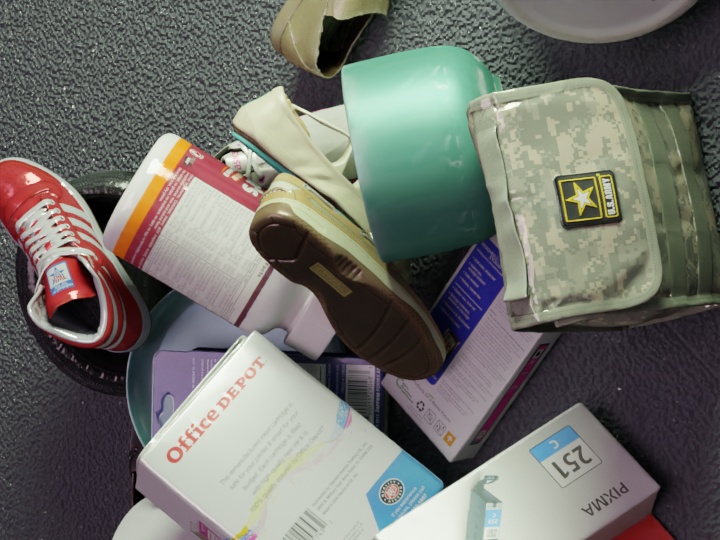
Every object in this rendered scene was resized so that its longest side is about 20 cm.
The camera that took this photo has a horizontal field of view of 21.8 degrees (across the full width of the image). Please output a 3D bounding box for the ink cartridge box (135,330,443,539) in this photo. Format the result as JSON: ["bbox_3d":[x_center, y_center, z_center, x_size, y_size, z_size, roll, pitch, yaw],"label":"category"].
[{"bbox_3d":[-0.059,0.169,1.476,0.200,0.145,0.085,39,158,7],"label":"ink cartridge box"}]

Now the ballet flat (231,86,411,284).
[{"bbox_3d":[-0.015,-0.071,1.503,0.200,0.070,0.069,43,127,-17],"label":"ballet flat"}]

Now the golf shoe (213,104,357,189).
[{"bbox_3d":[-0.068,-0.084,1.565,0.200,0.092,0.073,-26,73,34],"label":"golf shoe"}]

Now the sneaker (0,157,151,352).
[{"bbox_3d":[-0.257,-0.016,1.557,0.071,0.112,0.200,-40,82,9],"label":"sneaker"}]

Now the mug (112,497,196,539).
[{"bbox_3d":[-0.102,0.273,1.595,0.153,0.187,0.150,-2,62,35],"label":"mug"}]

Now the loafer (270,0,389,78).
[{"bbox_3d":[-0.002,-0.238,1.520,0.067,0.076,0.200,51,131,25],"label":"loafer"}]

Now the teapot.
[{"bbox_3d":[0.170,-0.273,1.328,0.199,0.198,0.146,-8,45,12],"label":"teapot"}]

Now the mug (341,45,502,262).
[{"bbox_3d":[0.056,-0.100,1.408,0.114,0.185,0.152,-11,128,6],"label":"mug"}]

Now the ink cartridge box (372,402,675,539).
[{"bbox_3d":[0.138,0.213,1.349,0.176,0.200,0.045,48,156,27],"label":"ink cartridge box"}]

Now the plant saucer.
[{"bbox_3d":[-0.101,0.099,1.597,0.199,0.027,0.201,1,93,13],"label":"plant saucer"}]

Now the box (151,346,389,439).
[{"bbox_3d":[-0.076,0.127,1.563,0.199,0.032,0.122,2,93,10],"label":"box"}]

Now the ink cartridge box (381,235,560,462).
[{"bbox_3d":[0.100,0.047,1.469,0.095,0.037,0.200,48,122,28],"label":"ink cartridge box"}]

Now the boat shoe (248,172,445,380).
[{"bbox_3d":[0.000,0.000,1.446,0.072,0.076,0.200,-25,121,31],"label":"boat shoe"}]

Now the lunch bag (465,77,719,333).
[{"bbox_3d":[0.161,-0.042,1.309,0.117,0.200,0.165,-17,81,39],"label":"lunch bag"}]

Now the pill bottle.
[{"bbox_3d":[-0.099,-0.017,1.514,0.200,0.110,0.110,31,115,-3],"label":"pill bottle"}]

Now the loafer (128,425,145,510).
[{"bbox_3d":[-0.178,0.192,1.683,0.072,0.063,0.201,-4,89,39],"label":"loafer"}]

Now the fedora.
[{"bbox_3d":[-0.207,0.008,1.667,0.200,0.092,0.201,1,98,5],"label":"fedora"}]
